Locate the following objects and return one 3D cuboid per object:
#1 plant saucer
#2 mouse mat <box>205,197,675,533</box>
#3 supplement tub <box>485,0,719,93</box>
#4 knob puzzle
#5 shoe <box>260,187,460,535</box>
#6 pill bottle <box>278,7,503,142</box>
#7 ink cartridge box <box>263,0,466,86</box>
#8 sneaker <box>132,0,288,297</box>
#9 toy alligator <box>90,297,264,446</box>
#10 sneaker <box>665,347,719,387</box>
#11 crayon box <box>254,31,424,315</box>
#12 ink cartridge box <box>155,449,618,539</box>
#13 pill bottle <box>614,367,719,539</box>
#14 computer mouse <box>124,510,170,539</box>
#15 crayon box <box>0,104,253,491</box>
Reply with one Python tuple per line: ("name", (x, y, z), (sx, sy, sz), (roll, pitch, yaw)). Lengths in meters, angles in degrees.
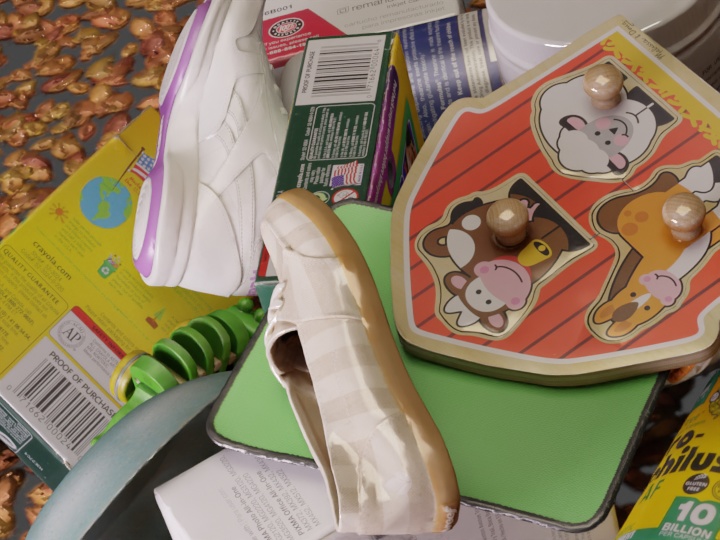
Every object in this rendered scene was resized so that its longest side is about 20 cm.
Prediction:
("plant saucer", (-0.118, 0.117, 1.154), (0.039, 0.201, 0.201), (39, 62, 13))
("mouse mat", (0.044, 0.039, 1.073), (0.200, 0.008, 0.161), (11, 52, 24))
("supplement tub", (0.150, -0.086, 1.273), (0.132, 0.200, 0.132), (-10, 41, 9))
("knob puzzle", (0.099, -0.027, 1.083), (0.219, 0.030, 0.220), (-7, 53, 9))
("shoe", (-0.014, 0.039, 1.034), (0.053, 0.070, 0.200), (-16, 48, -12))
("pill bottle", (0.017, -0.087, 1.393), (0.200, 0.111, 0.111), (-12, 41, 6))
("ink cartridge box", (-0.006, -0.176, 1.521), (0.145, 0.083, 0.200), (-14, 41, 5))
("sneaker", (-0.069, -0.076, 1.329), (0.099, 0.075, 0.200), (14, 71, -12))
("toy alligator", (-0.074, 0.042, 1.285), (0.059, 0.054, 0.200), (34, 44, 26))
("sneaker", (0.172, 0.017, 1.181), (0.092, 0.200, 0.076), (-19, 83, -12))
("crayon box", (0.000, 0.000, 1.254), (0.058, 0.173, 0.200), (-3, 42, 12))
("ink cartridge box", (0.016, 0.125, 1.116), (0.200, 0.145, 0.083), (-28, 47, -12))
("pill bottle", (0.200, 0.107, 1.109), (0.113, 0.113, 0.200), (13, 50, 32))
("computer mouse", (-0.158, 0.148, 1.252), (0.200, 0.034, 0.059), (-31, 64, -18))
("crayon box", (-0.147, 0.015, 1.332), (0.200, 0.127, 0.051), (-46, 4, -29))
